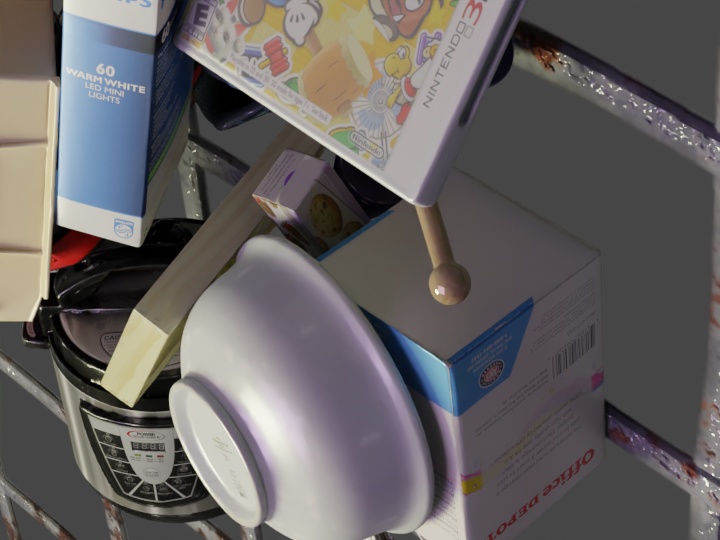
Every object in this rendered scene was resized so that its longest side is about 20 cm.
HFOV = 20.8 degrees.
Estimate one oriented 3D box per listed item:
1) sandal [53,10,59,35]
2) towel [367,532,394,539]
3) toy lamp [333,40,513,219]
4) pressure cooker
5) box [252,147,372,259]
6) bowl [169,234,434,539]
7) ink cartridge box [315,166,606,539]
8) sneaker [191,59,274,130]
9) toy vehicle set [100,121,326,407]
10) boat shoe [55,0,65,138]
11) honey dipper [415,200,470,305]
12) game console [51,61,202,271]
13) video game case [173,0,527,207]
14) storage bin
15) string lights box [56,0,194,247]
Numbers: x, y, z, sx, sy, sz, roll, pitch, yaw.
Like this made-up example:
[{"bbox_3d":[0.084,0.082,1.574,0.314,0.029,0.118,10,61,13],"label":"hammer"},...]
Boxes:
[{"bbox_3d":[-0.248,-0.157,1.494,0.080,0.057,0.202,-104,19,-51],"label":"sandal"},{"bbox_3d":[-0.009,0.234,1.582,0.144,0.023,0.201,-3,118,59],"label":"towel"},{"bbox_3d":[0.029,-0.084,1.151,0.058,0.058,0.200,52,152,5],"label":"toy lamp"},{"bbox_3d":[-0.139,0.060,1.422,0.178,0.175,0.201,37,146,34],"label":"pressure cooker"},{"bbox_3d":[0.000,0.000,1.227,0.039,0.042,0.200,22,159,40],"label":"box"},{"bbox_3d":[-0.051,0.087,1.153,0.201,0.090,0.202,46,153,32],"label":"bowl"},{"bbox_3d":[0.062,0.068,1.185,0.125,0.128,0.201,33,144,36],"label":"ink cartridge box"},{"bbox_3d":[-0.051,-0.146,1.167,0.079,0.095,0.200,46,151,14],"label":"sneaker"},{"bbox_3d":[-0.090,-0.012,1.260,0.026,0.200,0.124,36,149,1],"label":"toy vehicle set"},{"bbox_3d":[-0.159,-0.152,1.243,0.073,0.062,0.200,40,145,11],"label":"boat shoe"},{"bbox_3d":[0.023,-0.076,1.053,0.038,0.038,0.202,128,131,-61],"label":"honey dipper"},{"bbox_3d":[-0.192,-0.072,1.383,0.031,0.178,0.200,38,157,-21],"label":"game console"},{"bbox_3d":[0.001,-0.160,1.041,0.200,0.023,0.183,35,109,33],"label":"video game case"},{"bbox_3d":[-0.245,-0.102,1.252,0.201,0.093,0.200,-103,19,-47],"label":"storage bin"},{"bbox_3d":[-0.136,-0.124,1.163,0.058,0.103,0.201,14,135,4],"label":"string lights box"}]
